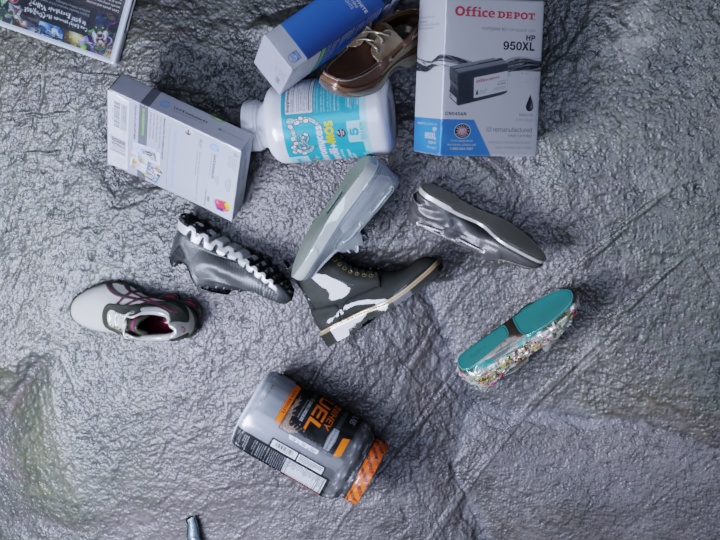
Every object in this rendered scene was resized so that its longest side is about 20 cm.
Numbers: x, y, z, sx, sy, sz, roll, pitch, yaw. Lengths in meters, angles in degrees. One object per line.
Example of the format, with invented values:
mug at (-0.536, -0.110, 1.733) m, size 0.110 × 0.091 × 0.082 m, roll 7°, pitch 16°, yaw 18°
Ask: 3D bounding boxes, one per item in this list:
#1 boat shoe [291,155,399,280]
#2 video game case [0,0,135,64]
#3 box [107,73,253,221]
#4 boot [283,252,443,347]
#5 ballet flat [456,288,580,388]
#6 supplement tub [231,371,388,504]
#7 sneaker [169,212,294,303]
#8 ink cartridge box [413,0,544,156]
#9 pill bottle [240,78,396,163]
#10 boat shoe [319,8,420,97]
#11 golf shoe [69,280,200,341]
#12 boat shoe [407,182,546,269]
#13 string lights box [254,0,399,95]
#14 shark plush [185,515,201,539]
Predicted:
boat shoe at (-0.018, -0.058, 1.467) m, size 0.071 × 0.070 × 0.201 m, roll 30°, pitch 109°, yaw -17°
video game case at (-0.411, -0.408, 1.539) m, size 0.200 × 0.023 × 0.182 m, roll 20°, pitch 102°, yaw 5°
box at (-0.251, -0.166, 1.497) m, size 0.200 × 0.041 × 0.156 m, roll 26°, pitch 144°, yaw 6°
boot at (0.000, 0.000, 1.514) m, size 0.200 × 0.077 × 0.138 m, roll -32°, pitch 88°, yaw 12°
ballet flat at (0.224, 0.096, 1.501) m, size 0.200 × 0.076 × 0.064 m, roll -33°, pitch 124°, yaw 18°
supplement tub at (-0.070, 0.239, 1.539) m, size 0.200 × 0.123 × 0.123 m, roll 29°, pitch 103°, yaw 3°
sneaker at (-0.188, 0.004, 1.551) m, size 0.200 × 0.066 × 0.091 m, roll 32°, pitch 106°, yaw 7°
ink cartridge box at (0.152, -0.250, 1.409) m, size 0.144 × 0.084 × 0.200 m, roll -2°, pitch 100°, yaw -21°
pill bottle at (-0.056, -0.203, 1.468) m, size 0.200 × 0.111 × 0.111 m, roll -4°, pitch 99°, yaw 11°
boat shoe at (0.017, -0.285, 1.399) m, size 0.076 × 0.200 × 0.072 m, roll 28°, pitch 134°, yaw 21°
golf shoe at (-0.333, 0.062, 1.573) m, size 0.200 × 0.088 × 0.077 m, roll 4°, pitch 102°, yaw 10°
boat shoe at (0.156, -0.049, 1.485) m, size 0.200 × 0.067 × 0.057 m, roll 31°, pitch 119°, yaw 8°
string lights box at (-0.037, -0.317, 1.407) m, size 0.200 × 0.103 × 0.059 m, roll -39°, pitch 91°, yaw -16°
shark plush at (-0.223, 0.470, 1.654) m, size 0.083 × 0.091 × 0.200 m, roll -20°, pitch 75°, yaw -7°
